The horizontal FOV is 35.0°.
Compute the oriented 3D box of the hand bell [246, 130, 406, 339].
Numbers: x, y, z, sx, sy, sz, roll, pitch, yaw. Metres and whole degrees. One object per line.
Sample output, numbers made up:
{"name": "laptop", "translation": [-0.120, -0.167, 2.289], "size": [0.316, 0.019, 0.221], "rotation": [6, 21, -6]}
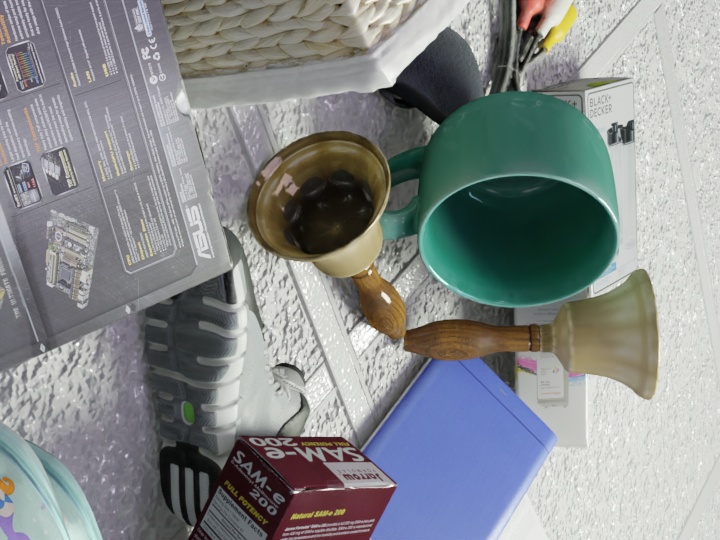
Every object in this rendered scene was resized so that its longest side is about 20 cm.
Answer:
{"name": "hand bell", "translation": [0.000, 0.000, 0.845], "size": [0.105, 0.103, 0.201], "rotation": [-65, 151, -23]}

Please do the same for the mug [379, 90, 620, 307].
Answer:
{"name": "mug", "translation": [0.107, -0.069, 0.878], "size": [0.184, 0.152, 0.115], "rotation": [25, 46, -22]}

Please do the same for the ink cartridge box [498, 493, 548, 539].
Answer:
{"name": "ink cartridge box", "translation": [0.084, 0.224, 1.009], "size": [0.161, 0.050, 0.201], "rotation": [-47, 119, -38]}

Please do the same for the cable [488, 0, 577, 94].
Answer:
{"name": "cable", "translation": [0.146, -0.194, 1.021], "size": [0.097, 0.050, 0.202], "rotation": [39, 63, -47]}

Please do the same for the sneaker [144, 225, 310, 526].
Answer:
{"name": "sneaker", "translation": [-0.079, 0.059, 0.751], "size": [0.115, 0.074, 0.203], "rotation": [-22, 121, -55]}

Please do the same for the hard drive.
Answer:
{"name": "hard drive", "translation": [0.069, 0.164, 0.932], "size": [0.132, 0.025, 0.200], "rotation": [44, 53, -4]}

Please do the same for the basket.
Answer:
{"name": "basket", "translation": [-0.041, -0.213, 0.660], "size": [0.199, 0.198, 0.162], "rotation": [-52, 126, -35]}

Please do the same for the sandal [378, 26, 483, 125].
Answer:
{"name": "sandal", "translation": [0.032, -0.162, 0.890], "size": [0.199, 0.043, 0.077], "rotation": [17, 72, -47]}

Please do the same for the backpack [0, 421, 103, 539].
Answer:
{"name": "backpack", "translation": [-0.202, 0.154, 0.511], "size": [0.151, 0.175, 0.202], "rotation": [-62, 137, -60]}

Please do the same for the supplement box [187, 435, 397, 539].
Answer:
{"name": "supplement box", "translation": [-0.068, 0.205, 0.725], "size": [0.108, 0.061, 0.202], "rotation": [11, 110, -53]}

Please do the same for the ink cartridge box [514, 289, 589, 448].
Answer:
{"name": "ink cartridge box", "translation": [0.177, 0.088, 1.051], "size": [0.116, 0.067, 0.203], "rotation": [-43, 132, -76]}

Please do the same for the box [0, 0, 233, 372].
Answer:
{"name": "box", "translation": [-0.165, -0.065, 0.590], "size": [0.157, 0.048, 0.202], "rotation": [-25, 115, -25]}

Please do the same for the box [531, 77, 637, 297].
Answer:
{"name": "box", "translation": [0.224, -0.085, 1.130], "size": [0.116, 0.060, 0.203], "rotation": [-19, 109, -50]}

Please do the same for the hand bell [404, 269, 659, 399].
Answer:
{"name": "hand bell", "translation": [0.135, 0.056, 0.932], "size": [0.104, 0.197, 0.106], "rotation": [-2, 90, -88]}
